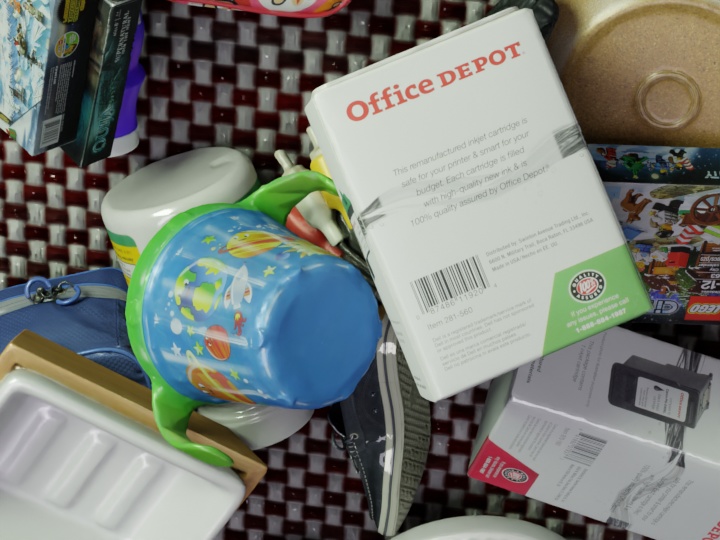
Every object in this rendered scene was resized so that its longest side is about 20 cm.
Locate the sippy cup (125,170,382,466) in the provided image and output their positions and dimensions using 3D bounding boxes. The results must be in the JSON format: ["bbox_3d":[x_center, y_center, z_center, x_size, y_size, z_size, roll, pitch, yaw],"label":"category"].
[{"bbox_3d":[-0.060,0.030,1.147,0.130,0.140,0.178,13,110,51],"label":"sippy cup"}]

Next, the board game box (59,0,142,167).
[{"bbox_3d":[-0.223,-0.179,1.165,0.200,0.028,0.135,42,137,23],"label":"board game box"}]

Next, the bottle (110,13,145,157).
[{"bbox_3d":[-0.182,-0.175,1.200,0.065,0.084,0.200,-16,118,-23],"label":"bottle"}]

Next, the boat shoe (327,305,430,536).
[{"bbox_3d":[0.012,0.108,1.315,0.062,0.075,0.200,9,126,20],"label":"boat shoe"}]

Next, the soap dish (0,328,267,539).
[{"bbox_3d":[-0.189,0.139,1.217,0.200,0.081,0.157,29,112,-23],"label":"soap dish"}]

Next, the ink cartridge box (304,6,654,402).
[{"bbox_3d":[0.069,-0.040,1.093,0.146,0.084,0.200,-22,91,-5],"label":"ink cartridge box"}]

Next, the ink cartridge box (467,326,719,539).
[{"bbox_3d":[0.191,0.115,1.250,0.200,0.083,0.145,18,150,-1],"label":"ink cartridge box"}]

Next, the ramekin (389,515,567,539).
[{"bbox_3d":[0.089,0.291,1.351,0.200,0.105,0.200,-1,128,-1],"label":"ramekin"}]

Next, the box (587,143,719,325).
[{"bbox_3d":[0.158,-0.023,1.201,0.200,0.038,0.137,2,137,-1],"label":"box"}]

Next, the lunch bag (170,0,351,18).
[{"bbox_3d":[-0.048,-0.260,1.120,0.176,0.082,0.200,5,120,-20],"label":"lunch bag"}]

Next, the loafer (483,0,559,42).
[{"bbox_3d":[0.085,-0.102,1.203,0.070,0.068,0.201,22,124,-11],"label":"loafer"}]

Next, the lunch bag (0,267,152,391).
[{"bbox_3d":[-0.210,0.094,1.312,0.136,0.132,0.200,-11,120,-2],"label":"lunch bag"}]

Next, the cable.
[{"bbox_3d":[0.000,0.000,1.233,0.200,0.050,0.097,54,129,21],"label":"cable"}]

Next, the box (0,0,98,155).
[{"bbox_3d":[-0.217,-0.189,1.098,0.137,0.040,0.200,39,134,25],"label":"box"}]

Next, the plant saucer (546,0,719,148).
[{"bbox_3d":[0.204,-0.118,1.189,0.200,0.035,0.200,4,117,8],"label":"plant saucer"}]

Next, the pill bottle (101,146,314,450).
[{"bbox_3d":[-0.100,0.024,1.270,0.113,0.113,0.200,-12,114,15],"label":"pill bottle"}]
